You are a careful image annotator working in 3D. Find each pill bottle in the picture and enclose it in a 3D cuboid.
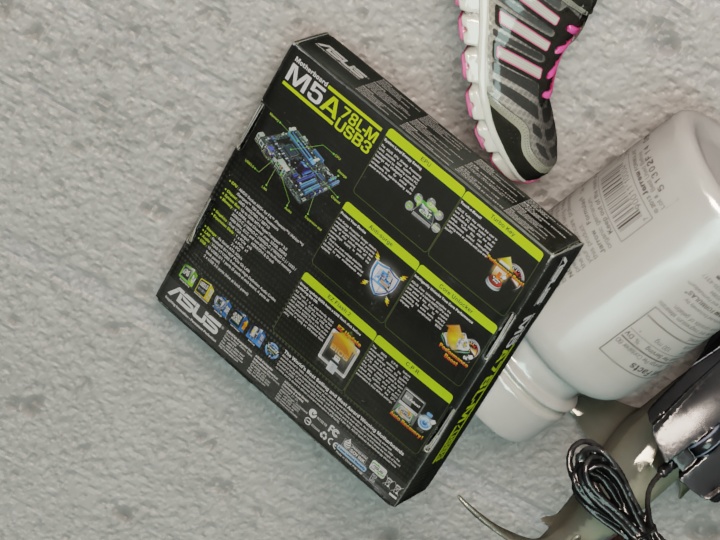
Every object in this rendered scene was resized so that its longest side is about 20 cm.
[{"bbox_3d":[0.145,0.009,1.484,0.200,0.115,0.114,-38,112,23],"label":"pill bottle"}]

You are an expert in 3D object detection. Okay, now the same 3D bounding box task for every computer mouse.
[{"bbox_3d":[0.224,0.111,1.487,0.141,0.200,0.046,56,152,-3],"label":"computer mouse"}]

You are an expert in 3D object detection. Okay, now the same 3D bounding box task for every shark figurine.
[{"bbox_3d":[0.144,0.114,1.556,0.089,0.214,0.128,44,153,19],"label":"shark figurine"}]

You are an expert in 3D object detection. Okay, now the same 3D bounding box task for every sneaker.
[{"bbox_3d":[0.101,-0.141,1.423,0.087,0.074,0.201,-3,115,12],"label":"sneaker"}]

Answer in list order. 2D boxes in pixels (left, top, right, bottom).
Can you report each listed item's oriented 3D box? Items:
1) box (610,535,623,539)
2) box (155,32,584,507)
[{"bbox_3d":[0.131,0.268,1.659,0.100,0.075,0.200,41,115,-19],"label":"box"},{"bbox_3d":[0.000,0.000,1.473,0.200,0.047,0.194,39,117,17],"label":"box"}]
